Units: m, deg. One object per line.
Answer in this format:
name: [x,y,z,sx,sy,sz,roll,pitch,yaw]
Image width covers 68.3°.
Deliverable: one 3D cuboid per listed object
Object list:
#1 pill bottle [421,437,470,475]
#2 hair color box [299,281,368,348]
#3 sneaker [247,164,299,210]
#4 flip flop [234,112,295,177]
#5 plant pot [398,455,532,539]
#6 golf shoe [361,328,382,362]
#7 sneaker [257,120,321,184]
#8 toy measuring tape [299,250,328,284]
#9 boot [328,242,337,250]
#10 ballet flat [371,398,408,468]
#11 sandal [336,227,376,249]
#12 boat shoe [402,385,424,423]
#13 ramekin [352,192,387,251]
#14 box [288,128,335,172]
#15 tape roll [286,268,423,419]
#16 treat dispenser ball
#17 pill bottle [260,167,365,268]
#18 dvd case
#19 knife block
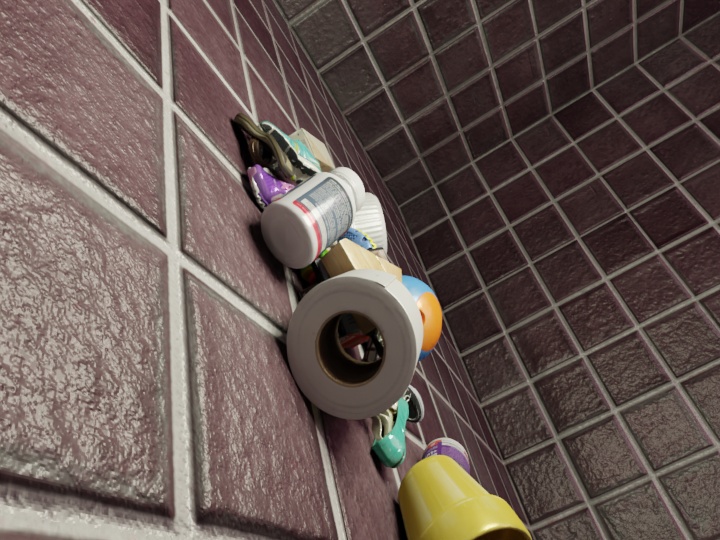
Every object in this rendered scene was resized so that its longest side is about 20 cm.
pill bottle: [0.176,0.442,1.107,0.114,0.109,0.200,62,11,0]
hair color box: [-0.039,0.089,1.037,0.114,0.062,0.199,66,13,13]
sneaker: [-0.140,-0.140,1.025,0.201,0.086,0.082,49,19,-48]
flip flop: [-0.194,-0.237,1.036,0.200,0.058,0.081,44,-5,27]
plant pot: [0.152,0.426,0.882,0.203,0.198,0.189,54,-2,-33]
golf shoe: [0.024,0.174,1.015,0.078,0.086,0.203,49,26,-27]
sneaker: [-0.158,-0.258,1.171,0.199,0.076,0.082,38,35,-41]
toy measuring tape: [-0.075,0.004,1.057,0.076,0.072,0.200,68,8,26]
boot: [-0.059,-0.032,1.195,0.200,0.070,0.158,47,20,-50]
ballet flat: [0.054,0.285,1.012,0.071,0.067,0.201,49,15,-11]
sandal: [0.000,0.000,1.072,0.085,0.079,0.205,-1,57,-49]
boat shoe: [0.074,0.260,1.143,0.203,0.072,0.068,59,11,-14]
ramekin: [-0.002,-0.095,1.314,0.200,0.101,0.209,170,-89,-81]
box: [-0.138,-0.282,1.341,0.080,0.093,0.200,63,12,3]
tape roll: [-0.003,0.106,0.821,0.208,0.198,0.139,62,12,1]
treat dispenser ball: [0.095,0.116,1.244,0.205,0.196,0.202,58,12,-20]
pill bottle: [-0.075,-0.104,0.953,0.200,0.117,0.122,-44,108,-44]
dvd case: [0.005,0.033,0.990,0.196,0.017,0.147,-11,73,-47]
knife block: [0.020,0.065,0.919,0.196,0.063,0.181,28,46,-30]
